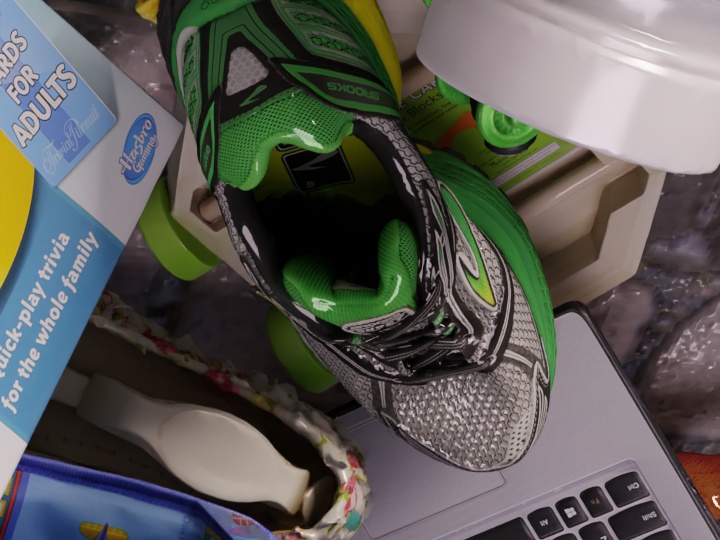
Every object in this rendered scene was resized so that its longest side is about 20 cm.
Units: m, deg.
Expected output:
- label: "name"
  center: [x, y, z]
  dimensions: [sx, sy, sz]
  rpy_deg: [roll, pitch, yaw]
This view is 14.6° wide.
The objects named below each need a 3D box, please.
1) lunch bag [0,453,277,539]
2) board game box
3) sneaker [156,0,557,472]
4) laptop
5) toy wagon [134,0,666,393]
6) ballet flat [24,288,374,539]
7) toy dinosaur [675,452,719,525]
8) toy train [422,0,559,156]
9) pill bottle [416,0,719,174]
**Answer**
- label: "lunch bag"
  center: [-0.117, 0.105, 0.857]
  dimensions: [0.198, 0.095, 0.151]
  rpy_deg: [3, 155, -16]
- label: "board game box"
  center: [-0.155, -0.033, 0.732]
  dimensions: [0.047, 0.152, 0.200]
  rpy_deg: [-7, 141, 47]
- label: "sneaker"
  center: [0.000, 0.000, 0.802]
  dimensions: [0.078, 0.086, 0.200]
  rpy_deg: [-23, 134, 14]
- label: "laptop"
  center: [0.029, 0.148, 0.889]
  dimensions: [0.187, 0.116, 0.201]
  rpy_deg: [-26, 101, 31]
- label: "toy wagon"
  center: [0.007, -0.044, 0.849]
  dimensions: [0.155, 0.040, 0.200]
  rpy_deg: [-31, 131, 20]
- label: "ballet flat"
  center: [-0.085, 0.037, 0.866]
  dimensions: [0.199, 0.064, 0.076]
  rpy_deg: [20, 86, -9]
- label: "toy dinosaur"
  center: [0.095, 0.094, 0.957]
  dimensions: [0.181, 0.105, 0.200]
  rpy_deg: [-33, 131, 23]
- label: "toy train"
  center: [0.038, -0.122, 0.745]
  dimensions: [0.056, 0.042, 0.201]
  rpy_deg: [-21, 124, -14]
- label: "pill bottle"
  center: [0.085, -0.131, 0.674]
  dimensions: [0.110, 0.111, 0.201]
  rpy_deg: [14, 106, -23]
